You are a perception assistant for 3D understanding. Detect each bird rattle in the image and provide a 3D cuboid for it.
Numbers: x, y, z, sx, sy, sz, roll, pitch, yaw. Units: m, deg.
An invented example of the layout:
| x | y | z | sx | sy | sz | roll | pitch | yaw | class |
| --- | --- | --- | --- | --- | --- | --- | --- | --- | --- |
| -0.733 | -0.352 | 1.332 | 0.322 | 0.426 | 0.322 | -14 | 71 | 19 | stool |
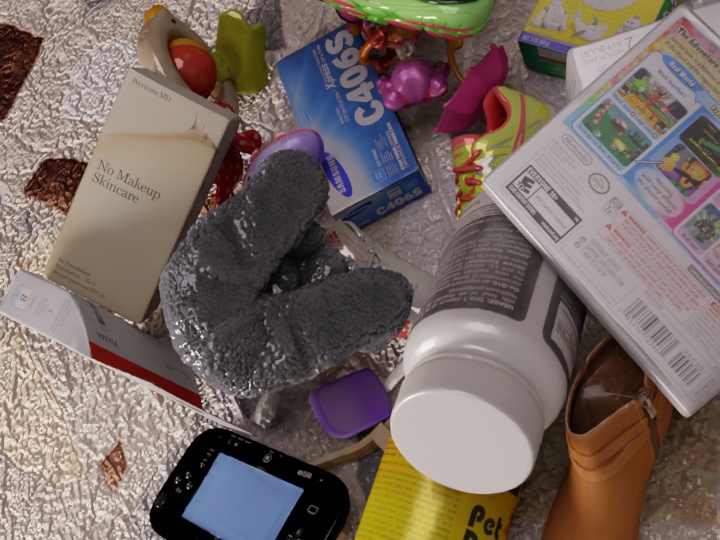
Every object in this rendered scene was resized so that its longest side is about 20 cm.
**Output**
| x | y | z | sx | sy | sz | roll | pitch | yaw | class |
| --- | --- | --- | --- | --- | --- | --- | --- | --- | --- |
| -0.162 | -0.174 | 0.948 | 0.111 | 0.162 | 0.203 | -25 | 48 | 30 | bird rattle |

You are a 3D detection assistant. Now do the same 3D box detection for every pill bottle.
| x | y | z | sx | sy | sz | roll | pitch | yaw | class |
| --- | --- | --- | --- | --- | --- | --- | --- | --- | --- |
| 0.061 | 0.176 | 0.713 | 0.107 | 0.109 | 0.203 | 12 | 71 | 26 | pill bottle |
| 0.094 | 0.043 | 0.655 | 0.112 | 0.115 | 0.201 | 4 | 42 | 23 | pill bottle |

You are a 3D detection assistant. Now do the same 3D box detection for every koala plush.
| x | y | z | sx | sy | sz | roll | pitch | yaw | class |
| --- | --- | --- | --- | --- | --- | --- | --- | --- | --- |
| -0.093 | 0.038 | 0.783 | 0.183 | 0.200 | 0.179 | -35 | 87 | -31 | koala plush |

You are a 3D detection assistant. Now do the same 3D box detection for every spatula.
| x | y | z | sx | sy | sz | roll | pitch | yaw | class |
| --- | --- | --- | --- | --- | --- | --- | --- | --- | --- |
| 0.049 | 0.077 | 0.816 | 0.198 | 0.021 | 0.057 | -33 | 54 | 4 | spatula |

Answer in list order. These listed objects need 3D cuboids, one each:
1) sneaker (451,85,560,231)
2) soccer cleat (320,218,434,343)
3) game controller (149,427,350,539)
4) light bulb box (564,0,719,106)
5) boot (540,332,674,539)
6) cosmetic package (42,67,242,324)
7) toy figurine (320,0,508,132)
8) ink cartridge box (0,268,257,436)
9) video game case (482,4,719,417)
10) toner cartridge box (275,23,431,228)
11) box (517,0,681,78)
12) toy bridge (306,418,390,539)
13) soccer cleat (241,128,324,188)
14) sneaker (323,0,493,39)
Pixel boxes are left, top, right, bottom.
| x | y | z | sx | sy | sz | roll | pitch | yaw | class |
| --- | --- | --- | --- | --- | --- | --- | --- | --- | --- |
| 0.106 | -0.071 | 0.812 | 0.089 | 0.078 | 0.202 | 31 | 66 | -15 | sneaker |
| 0.000 | 0.000 | 0.828 | 0.198 | 0.086 | 0.069 | 22 | 52 | 31 | soccer cleat |
| -0.094 | 0.194 | 0.779 | 0.198 | 0.042 | 0.106 | 11 | 69 | 43 | game controller |
| 0.267 | -0.075 | 0.686 | 0.195 | 0.125 | 0.204 | -17 | 77 | 9 | light bulb box |
| 0.163 | 0.139 | 0.662 | 0.073 | 0.155 | 0.203 | 16 | 73 | 26 | boot |
| -0.196 | -0.068 | 0.860 | 0.102 | 0.073 | 0.203 | 24 | 101 | -3 | cosmetic package |
| 0.058 | -0.215 | 0.884 | 0.196 | 0.150 | 0.187 | -12 | 70 | 1 | toy figurine |
| -0.192 | 0.072 | 0.823 | 0.197 | 0.160 | 0.048 | 18 | 76 | 33 | ink cartridge box |
| 0.209 | -0.043 | 0.612 | 0.181 | 0.024 | 0.201 | -40 | 73 | 0 | video game case |
| -0.010 | -0.143 | 0.931 | 0.094 | 0.043 | 0.202 | -27 | 59 | 9 | toner cartridge box |
| 0.242 | -0.269 | 0.888 | 0.116 | 0.048 | 0.202 | 22 | 74 | 28 | box |
| -0.040 | 0.199 | 0.790 | 0.200 | 0.027 | 0.067 | -48 | 57 | -3 | toy bridge |
| -0.098 | -0.045 | 0.888 | 0.200 | 0.066 | 0.077 | -43 | 53 | 19 | soccer cleat |
| 0.024 | -0.259 | 0.818 | 0.197 | 0.077 | 0.085 | 19 | 93 | 14 | sneaker |
